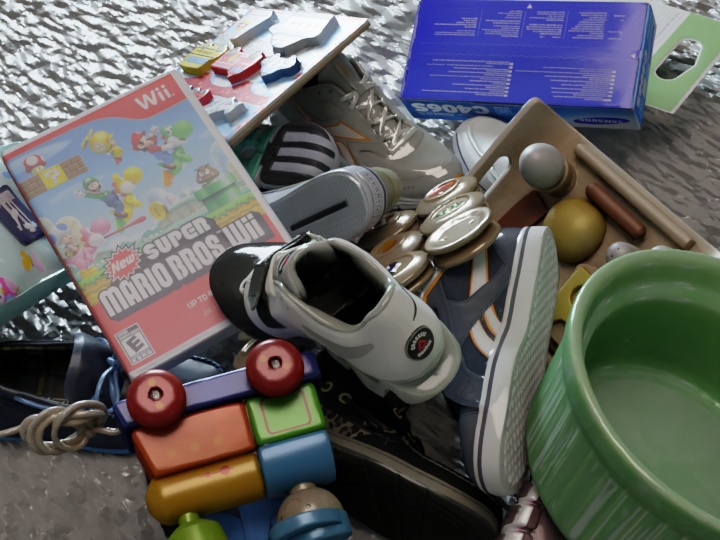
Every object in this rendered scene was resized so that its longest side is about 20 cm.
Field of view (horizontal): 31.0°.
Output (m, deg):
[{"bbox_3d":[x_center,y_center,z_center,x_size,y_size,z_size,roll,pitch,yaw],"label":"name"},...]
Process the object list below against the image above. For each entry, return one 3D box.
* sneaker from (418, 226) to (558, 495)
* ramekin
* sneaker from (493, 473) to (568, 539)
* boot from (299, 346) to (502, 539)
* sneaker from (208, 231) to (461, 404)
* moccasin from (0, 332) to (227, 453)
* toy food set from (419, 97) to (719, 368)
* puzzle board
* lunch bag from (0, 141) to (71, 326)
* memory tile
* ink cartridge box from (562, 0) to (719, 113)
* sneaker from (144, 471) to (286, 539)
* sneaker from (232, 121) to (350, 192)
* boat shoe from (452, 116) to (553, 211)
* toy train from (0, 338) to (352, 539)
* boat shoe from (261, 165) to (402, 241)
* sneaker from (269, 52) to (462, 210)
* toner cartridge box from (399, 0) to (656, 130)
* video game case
[{"bbox_3d":[0.075,0.055,0.820,0.079,0.079,0.201,-2,43,20],"label":"sneaker"},{"bbox_3d":[0.192,0.095,0.750,0.198,0.098,0.201,12,46,-13],"label":"ramekin"},{"bbox_3d":[0.118,0.205,0.748,0.115,0.076,0.201,25,61,16],"label":"sneaker"},{"bbox_3d":[0.026,0.088,0.856,0.202,0.074,0.154,22,49,23],"label":"boot"},{"bbox_3d":[-0.030,0.006,0.783,0.199,0.089,0.074,19,65,42],"label":"sneaker"},{"bbox_3d":[-0.187,0.080,0.874,0.198,0.069,0.081,-4,45,-1],"label":"moccasin"},{"bbox_3d":[0.140,-0.011,0.903,0.144,0.060,0.200,-50,52,11],"label":"toy food set"},{"bbox_3d":[-0.098,-0.165,1.054,0.151,0.017,0.199,-44,31,-15],"label":"puzzle board"},{"bbox_3d":[-0.295,-0.024,0.918,0.198,0.123,0.170,15,21,14],"label":"lunch bag"},{"bbox_3d":[0.000,0.000,0.888,0.199,0.017,0.153,-29,17,8],"label":"memory tile"},{"bbox_3d":[0.211,-0.192,1.140,0.199,0.048,0.146,27,53,24],"label":"ink cartridge box"},{"bbox_3d":[-0.072,0.159,0.799,0.078,0.066,0.200,-21,50,-24],"label":"sneaker"},{"bbox_3d":[-0.080,-0.075,1.039,0.199,0.087,0.075,15,74,43],"label":"sneaker"},{"bbox_3d":[0.140,-0.074,1.013,0.073,0.067,0.200,-24,49,-20],"label":"boat shoe"},{"bbox_3d":[-0.108,0.123,0.740,0.198,0.085,0.117,-14,65,-11],"label":"toy train"},{"bbox_3d":[-0.056,-0.026,0.944,0.199,0.073,0.062,-16,-1,33],"label":"boat shoe"},{"bbox_3d":[-0.002,-0.123,1.049,0.199,0.093,0.076,31,54,28],"label":"sneaker"},{"bbox_3d":[0.138,-0.172,1.076,0.198,0.043,0.096,6,76,23],"label":"toner cartridge box"},{"bbox_3d":[-0.140,-0.035,0.892,0.142,0.017,0.201,-29,67,-16],"label":"video game case"}]
